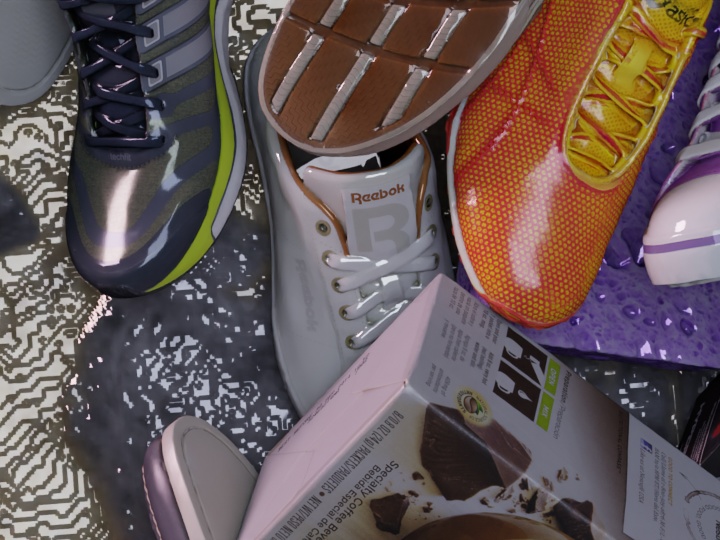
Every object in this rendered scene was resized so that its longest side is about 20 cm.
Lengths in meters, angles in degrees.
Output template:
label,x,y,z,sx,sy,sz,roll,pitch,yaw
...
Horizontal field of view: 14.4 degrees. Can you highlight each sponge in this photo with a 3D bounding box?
label,x,y,z,sx,sy,sz,roll,pitch,yaw
sponge,0.095,-0.065,1.090,0.111,0.030,0.200,9,80,-26

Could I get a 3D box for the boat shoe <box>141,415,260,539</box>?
label,x,y,z,sx,sy,sz,roll,pitch,yaw
boat shoe,-0.045,0.154,1.053,0.063,0.073,0.200,-23,92,24

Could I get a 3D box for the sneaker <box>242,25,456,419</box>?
label,x,y,z,sx,sy,sz,roll,pitch,yaw
sneaker,0.000,0.000,1.066,0.073,0.085,0.200,-18,90,-10

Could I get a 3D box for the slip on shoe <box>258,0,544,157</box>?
label,x,y,z,sx,sy,sz,roll,pitch,yaw
slip on shoe,0.041,-0.123,1.021,0.076,0.061,0.200,36,96,9

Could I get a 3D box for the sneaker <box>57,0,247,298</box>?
label,x,y,z,sx,sy,sz,roll,pitch,yaw
sneaker,-0.087,-0.090,1.053,0.074,0.081,0.200,-2,79,27

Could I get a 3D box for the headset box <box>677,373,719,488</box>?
label,x,y,z,sx,sy,sz,roll,pitch,yaw
headset box,0.225,0.051,1.034,0.149,0.200,0.075,34,42,-4

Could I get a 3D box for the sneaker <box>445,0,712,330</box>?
label,x,y,z,sx,sy,sz,roll,pitch,yaw
sneaker,0.084,-0.076,1.028,0.073,0.077,0.200,22,75,-23

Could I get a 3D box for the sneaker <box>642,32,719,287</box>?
label,x,y,z,sx,sy,sz,roll,pitch,yaw
sneaker,0.146,-0.076,1.055,0.200,0.073,0.114,-43,115,-48

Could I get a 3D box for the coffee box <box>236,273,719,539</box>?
label,x,y,z,sx,sy,sz,roll,pitch,yaw
coffee box,0.068,0.112,1.030,0.200,0.080,0.113,36,121,-11

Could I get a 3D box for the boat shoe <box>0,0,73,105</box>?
label,x,y,z,sx,sy,sz,roll,pitch,yaw
boat shoe,-0.139,-0.164,1.072,0.060,0.074,0.200,9,102,33
